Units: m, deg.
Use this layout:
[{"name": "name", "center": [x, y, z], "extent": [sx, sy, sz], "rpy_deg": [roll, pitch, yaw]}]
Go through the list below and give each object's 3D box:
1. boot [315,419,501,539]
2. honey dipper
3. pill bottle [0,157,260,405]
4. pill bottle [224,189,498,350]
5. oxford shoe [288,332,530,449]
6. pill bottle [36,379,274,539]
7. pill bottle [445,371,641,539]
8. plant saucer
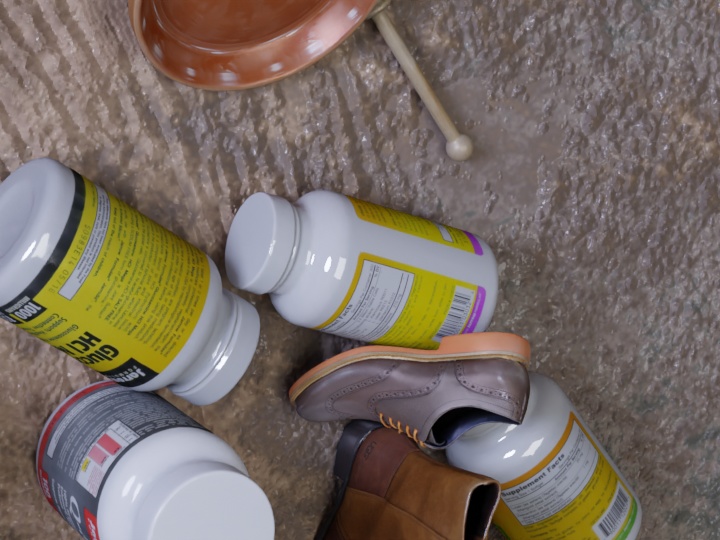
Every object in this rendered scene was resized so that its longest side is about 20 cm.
[{"name": "boot", "center": [0.043, 0.225, 1.444], "extent": [0.068, 0.200, 0.190], "rpy_deg": [9, 98, -31]}, {"name": "honey dipper", "center": [0.034, -0.161, 1.444], "extent": [0.038, 0.038, 0.201], "rpy_deg": [-42, 122, -14]}, {"name": "pill bottle", "center": [-0.171, 0.015, 1.322], "extent": [0.199, 0.112, 0.113], "rpy_deg": [33, 85, -31]}, {"name": "pill bottle", "center": [0.000, 0.000, 1.421], "extent": [0.199, 0.104, 0.105], "rpy_deg": [16, 94, -31]}, {"name": "oxford shoe", "center": [0.034, 0.098, 1.421], "extent": [0.071, 0.199, 0.073], "rpy_deg": [35, 49, -54]}, {"name": "pill bottle", "center": [-0.145, 0.156, 1.320], "extent": [0.115, 0.200, 0.117], "rpy_deg": [-7, 105, -27]}, {"name": "pill bottle", "center": [0.138, 0.155, 1.533], "extent": [0.111, 0.111, 0.200], "rpy_deg": [-44, 119, -13]}, {"name": "plant saucer", "center": [-0.070, -0.210, 1.321], "extent": [0.199, 0.032, 0.201], "rpy_deg": [-21, 146, -15]}]
